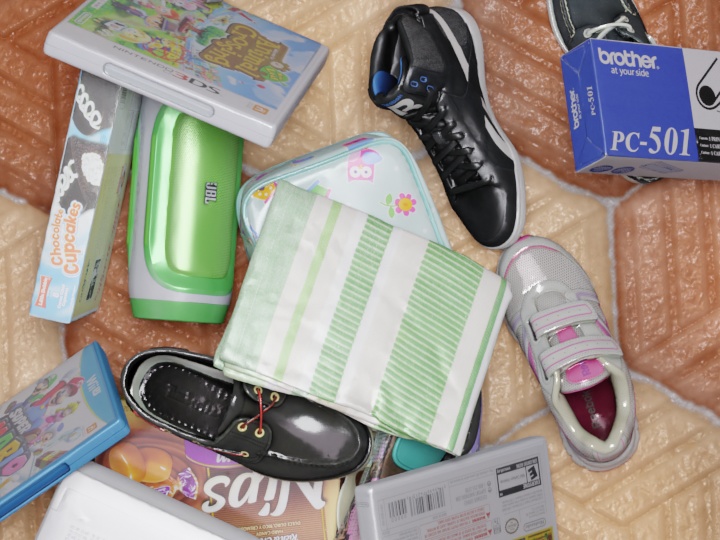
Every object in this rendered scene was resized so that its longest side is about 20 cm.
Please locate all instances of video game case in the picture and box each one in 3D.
[{"bbox_3d":[-0.127,-0.170,1.360,0.180,0.200,0.022,23,116,1],"label":"video game case"},{"bbox_3d":[0.083,0.236,1.358,0.199,0.023,0.184,-10,93,-43],"label":"video game case"},{"bbox_3d":[-0.275,0.145,1.376,0.199,0.143,0.018,-34,117,-1],"label":"video game case"}]

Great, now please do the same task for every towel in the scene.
[{"bbox_3d":[0.005,0.038,1.329,0.198,0.023,0.154,21,77,-6],"label":"towel"}]

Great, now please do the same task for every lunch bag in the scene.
[{"bbox_3d":[0.000,0.000,1.394,0.159,0.077,0.202,-22,102,-8],"label":"lunch bag"}]

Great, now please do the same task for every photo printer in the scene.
[{"bbox_3d":[-0.162,0.257,1.347,0.198,0.069,0.168,23,87,3],"label":"photo printer"}]

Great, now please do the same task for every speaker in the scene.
[{"bbox_3d":[-0.138,-0.061,1.406,0.087,0.088,0.203,4,88,0],"label":"speaker"}]

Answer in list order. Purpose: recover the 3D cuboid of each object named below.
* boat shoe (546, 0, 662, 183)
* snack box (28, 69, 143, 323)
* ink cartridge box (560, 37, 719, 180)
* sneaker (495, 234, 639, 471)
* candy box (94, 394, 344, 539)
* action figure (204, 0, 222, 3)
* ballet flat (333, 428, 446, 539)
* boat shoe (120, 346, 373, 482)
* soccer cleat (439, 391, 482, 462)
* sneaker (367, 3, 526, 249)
[{"bbox_3d":[0.208,-0.169,1.420,0.075,0.060,0.202,-25,89,-3],"label":"boat shoe"},{"bbox_3d":[-0.210,-0.064,1.381,0.037,0.116,0.202,13,94,2],"label":"snack box"},{"bbox_3d":[0.252,-0.122,1.374,0.198,0.044,0.095,2,75,-29],"label":"ink cartridge box"},{"bbox_3d":[0.171,0.064,1.398,0.081,0.088,0.202,-26,88,-1],"label":"sneaker"},{"bbox_3d":[-0.112,0.166,1.413,0.198,0.056,0.118,5,89,2],"label":"candy box"},{"bbox_3d":[-0.045,-0.317,1.408,0.198,0.105,0.196,-4,96,0],"label":"action figure"},{"bbox_3d":[0.021,0.154,1.370,0.071,0.069,0.202,16,81,44],"label":"ballet flat"},{"bbox_3d":[-0.088,0.111,1.344,0.199,0.063,0.074,17,81,10],"label":"boat shoe"},{"bbox_3d":[0.067,0.177,1.415,0.068,0.073,0.202,-1,70,30],"label":"soccer cleat"},{"bbox_3d":[0.058,-0.110,1.388,0.073,0.111,0.202,-22,79,40],"label":"sneaker"}]
